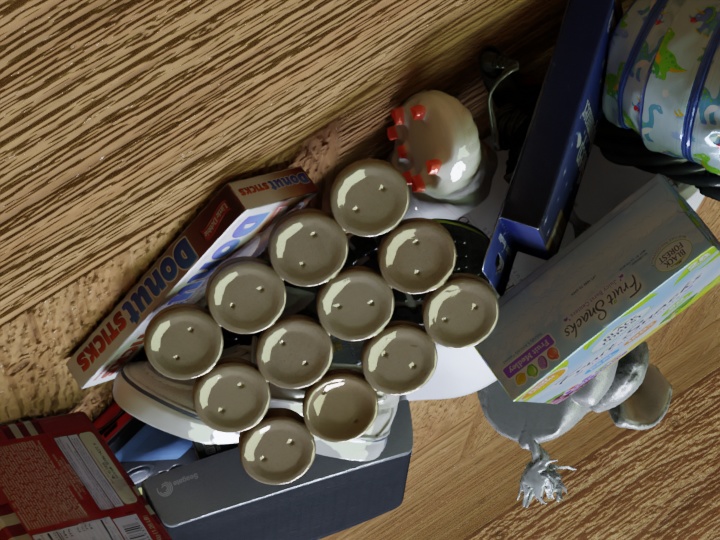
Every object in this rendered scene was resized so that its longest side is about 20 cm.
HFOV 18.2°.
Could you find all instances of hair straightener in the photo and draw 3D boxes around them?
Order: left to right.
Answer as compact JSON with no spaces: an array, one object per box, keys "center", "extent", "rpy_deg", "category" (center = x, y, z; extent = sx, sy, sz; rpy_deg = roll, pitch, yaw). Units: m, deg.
[{"center":[0.108,-0.098,1.482],"extent":[0.041,0.077,0.200],"rpy_deg":[-11,169,7],"category":"hair straightener"}]

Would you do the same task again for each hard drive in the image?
[{"center":[-0.057,0.161,1.616],"extent":[0.199,0.042,0.135],"rpy_deg":[-16,153,-13],"category":"hard drive"}]

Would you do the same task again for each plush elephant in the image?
[{"center":[0.162,0.071,1.797],"extent":[0.164,0.201,0.155],"rpy_deg":[5,-159,20],"category":"plush elephant"}]

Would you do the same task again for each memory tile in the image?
[{"center":[-0.023,0.035,1.414],"extent":[0.200,0.153,0.017],"rpy_deg":[-37,-156,8],"category":"memory tile"}]

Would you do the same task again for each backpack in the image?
[{"center":[0.244,-0.150,1.470],"extent":[0.164,0.153,0.201],"rpy_deg":[97,9,-48],"category":"backpack"}]

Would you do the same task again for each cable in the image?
[{"center":[0.240,-0.114,1.585],"extent":[0.200,0.162,0.051],"rpy_deg":[-67,161,-50],"category":"cable"}]

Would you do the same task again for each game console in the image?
[{"center":[-0.105,0.100,1.655],"extent":[0.176,0.031,0.200],"rpy_deg":[9,138,-47],"category":"game console"}]

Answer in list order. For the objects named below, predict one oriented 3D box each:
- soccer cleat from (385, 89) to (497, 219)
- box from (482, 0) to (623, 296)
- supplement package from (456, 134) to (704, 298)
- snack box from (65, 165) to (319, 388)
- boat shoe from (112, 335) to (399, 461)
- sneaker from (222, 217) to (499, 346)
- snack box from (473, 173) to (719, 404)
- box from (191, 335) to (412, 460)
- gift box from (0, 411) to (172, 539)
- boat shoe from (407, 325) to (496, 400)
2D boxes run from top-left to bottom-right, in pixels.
[{"center":[0.056,-0.074,1.454],"extent":[0.077,0.070,0.200],"rpy_deg":[-13,169,-12],"category":"soccer cleat"},{"center":[0.128,-0.081,1.452],"extent":[0.121,0.032,0.201],"rpy_deg":[44,64,-77],"category":"box"},{"center":[0.143,-0.049,1.656],"extent":[0.200,0.117,0.117],"rpy_deg":[-32,167,-15],"category":"supplement package"},{"center":[-0.109,0.005,1.425],"extent":[0.072,0.024,0.200],"rpy_deg":[-16,157,-50],"category":"snack box"},{"center":[-0.063,0.074,1.479],"extent":[0.199,0.071,0.070],"rpy_deg":[12,113,-23],"category":"boat shoe"},{"center":[0.000,0.000,1.508],"extent":[0.199,0.074,0.081],"rpy_deg":[-8,-168,21],"category":"sneaker"},{"center":[0.168,0.018,1.542],"extent":[0.168,0.068,0.200],"rpy_deg":[-38,167,9],"category":"snack box"},{"center":[-0.046,0.105,1.625],"extent":[0.158,0.049,0.200],"rpy_deg":[-19,154,-7],"category":"box"},{"center":[-0.235,0.225,1.532],"extent":[0.187,0.185,0.200],"rpy_deg":[-43,158,23],"category":"gift box"},{"center":[0.022,0.065,1.736],"extent":[0.199,0.066,0.072],"rpy_deg":[-17,138,22],"category":"boat shoe"}]
